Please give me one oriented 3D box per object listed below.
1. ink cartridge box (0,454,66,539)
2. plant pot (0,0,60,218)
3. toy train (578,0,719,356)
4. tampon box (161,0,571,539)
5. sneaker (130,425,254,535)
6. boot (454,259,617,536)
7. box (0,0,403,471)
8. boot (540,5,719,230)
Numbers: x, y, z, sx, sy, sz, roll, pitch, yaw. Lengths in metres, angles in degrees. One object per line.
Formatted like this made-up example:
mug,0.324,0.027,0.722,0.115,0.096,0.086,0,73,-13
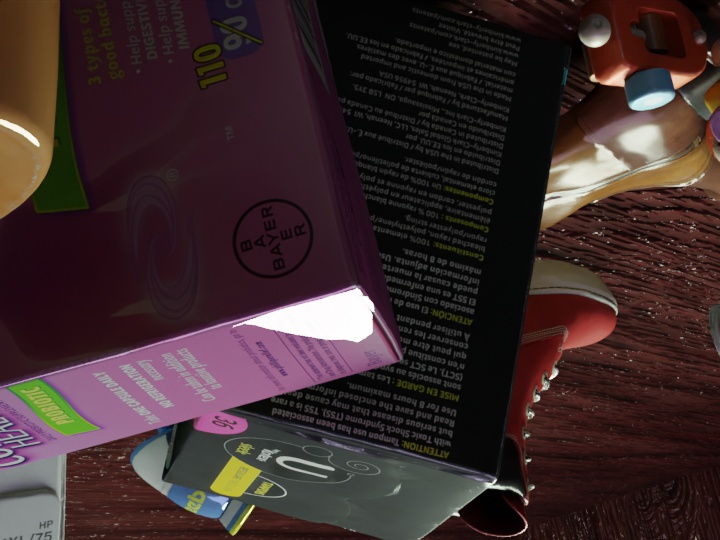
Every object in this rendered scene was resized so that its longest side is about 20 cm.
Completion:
ink cartridge box,-0.263,0.122,1.018,0.146,0.147,0.200,-5,-158,-30
plant pot,-0.171,-0.084,0.555,0.199,0.141,0.200,-13,164,-4
toy train,0.163,-0.044,0.898,0.149,0.201,0.056,-4,163,-40
tampon box,0.000,0.000,0.837,0.125,0.201,0.150,15,159,-7
sneaker,-0.079,0.056,1.118,0.082,0.201,0.074,19,136,-8
boot,0.084,0.071,1.021,0.199,0.145,0.072,-2,154,-45
box,-0.104,-0.034,0.714,0.199,0.177,0.097,-15,160,7
boot,0.122,-0.039,1.027,0.199,0.069,0.188,-34,161,6
